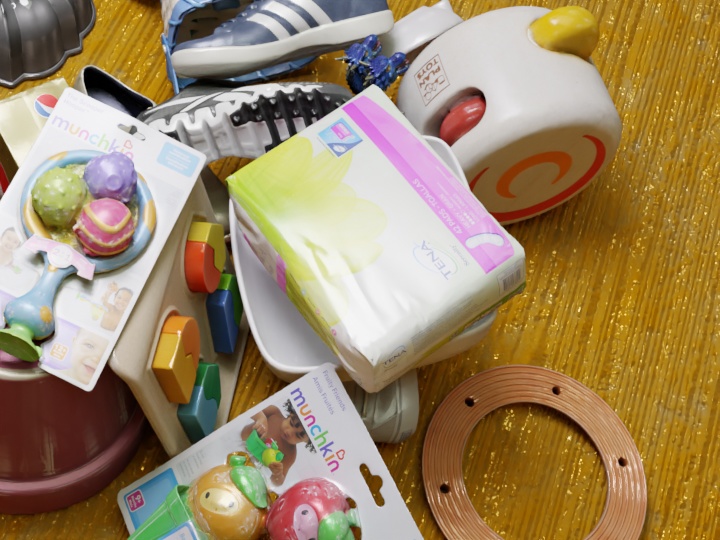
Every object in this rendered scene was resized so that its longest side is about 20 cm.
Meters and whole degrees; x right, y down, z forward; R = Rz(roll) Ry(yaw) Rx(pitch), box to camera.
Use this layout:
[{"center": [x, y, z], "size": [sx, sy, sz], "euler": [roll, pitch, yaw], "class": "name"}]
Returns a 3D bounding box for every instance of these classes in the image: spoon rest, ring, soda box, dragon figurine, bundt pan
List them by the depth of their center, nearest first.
[{"center": [-0.259, -0.073, 1.014], "size": [0.064, 0.200, 0.068], "euler": [-27, 84, -25], "class": "soda box"}, {"center": [0.146, 0.174, 1.085], "size": [0.198, 0.019, 0.202], "euler": [6, 61, -10], "class": "ring"}, {"center": [-0.018, -0.112, 1.112], "size": [0.099, 0.200, 0.059], "euler": [26, 26, -39], "class": "dragon figurine"}, {"center": [-0.342, -0.271, 1.181], "size": [0.199, 0.076, 0.204], "euler": [6, 60, -10], "class": "bundt pan"}, {"center": [0.063, -0.214, 1.210], "size": [0.061, 0.099, 0.200], "euler": [58, 21, -7], "class": "spoon rest"}]

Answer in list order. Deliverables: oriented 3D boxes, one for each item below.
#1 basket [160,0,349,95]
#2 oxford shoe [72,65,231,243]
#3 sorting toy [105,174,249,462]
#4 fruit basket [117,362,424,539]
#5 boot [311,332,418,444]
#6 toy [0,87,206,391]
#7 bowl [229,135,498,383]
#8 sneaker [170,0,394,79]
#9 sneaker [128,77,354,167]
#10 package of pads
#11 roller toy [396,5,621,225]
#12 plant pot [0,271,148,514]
[{"center": [-0.095, -0.211, 1.168], "size": [0.174, 0.140, 0.202], "euler": [-11, 60, -15], "class": "basket"}, {"center": [-0.182, -0.099, 1.124], "size": [0.199, 0.074, 0.071], "euler": [37, 60, 8], "class": "oxford shoe"}, {"center": [-0.126, 0.043, 0.993], "size": [0.036, 0.201, 0.187], "euler": [2, 58, 15], "class": "sorting toy"}, {"center": [-0.065, 0.195, 0.933], "size": [0.199, 0.094, 0.186], "euler": [-32, 74, 13], "class": "fruit basket"}, {"center": [-0.009, 0.046, 1.085], "size": [0.094, 0.074, 0.202], "euler": [4, 61, -19], "class": "boot"}, {"center": [-0.191, -0.032, 0.881], "size": [0.114, 0.047, 0.202], "euler": [26, 65, -7], "class": "toy"}, {"center": [0.000, 0.000, 1.038], "size": [0.198, 0.075, 0.201], "euler": [-11, 59, -5], "class": "bowl"}, {"center": [-0.071, -0.217, 1.079], "size": [0.198, 0.075, 0.085], "euler": [-18, 95, -24], "class": "sneaker"}, {"center": [-0.103, -0.128, 1.058], "size": [0.198, 0.067, 0.091], "euler": [-14, 38, 2], "class": "sneaker"}, {"center": [0.007, -0.025, 0.969], "size": [0.154, 0.068, 0.200], "euler": [-34, 65, -15], "class": "package of pads"}, {"center": [0.130, -0.142, 1.157], "size": [0.181, 0.200, 0.141], "euler": [-18, 65, -3], "class": "roller toy"}, {"center": [-0.249, 0.060, 0.958], "size": [0.198, 0.179, 0.202], "euler": [6, 61, -11], "class": "plant pot"}]
